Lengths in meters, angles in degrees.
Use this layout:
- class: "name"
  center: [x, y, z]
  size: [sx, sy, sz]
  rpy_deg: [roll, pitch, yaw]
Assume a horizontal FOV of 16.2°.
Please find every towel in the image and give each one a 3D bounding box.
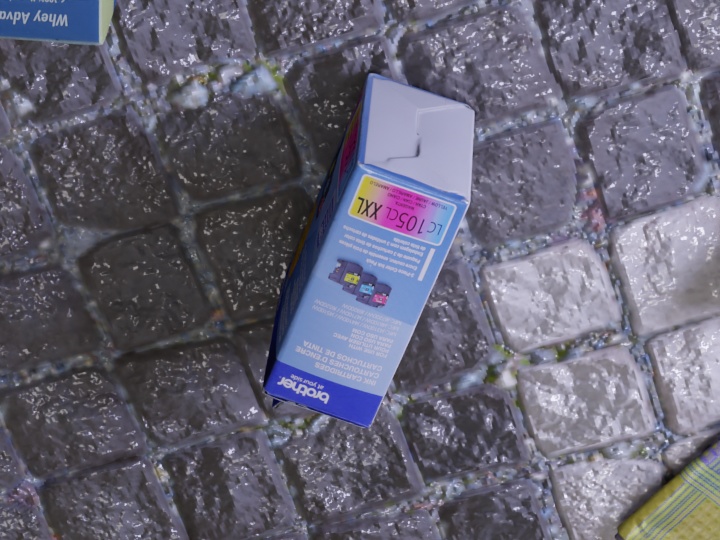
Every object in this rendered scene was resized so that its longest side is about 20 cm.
- class: "towel"
  center: [0.281, 0.157, 1.692]
  size: [0.144, 0.023, 0.200]
  rpy_deg: [37, 113, -16]

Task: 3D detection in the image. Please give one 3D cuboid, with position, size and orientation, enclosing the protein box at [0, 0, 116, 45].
- class: "protein box"
  center: [-0.233, -0.249, 1.425]
  size: [0.198, 0.135, 0.200]
  rpy_deg: [3, 119, 0]

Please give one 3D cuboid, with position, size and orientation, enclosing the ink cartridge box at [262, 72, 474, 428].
- class: "ink cartridge box"
  center: [0.000, 0.000, 1.552]
  size: [0.076, 0.137, 0.200]
  rpy_deg: [18, 117, -6]
